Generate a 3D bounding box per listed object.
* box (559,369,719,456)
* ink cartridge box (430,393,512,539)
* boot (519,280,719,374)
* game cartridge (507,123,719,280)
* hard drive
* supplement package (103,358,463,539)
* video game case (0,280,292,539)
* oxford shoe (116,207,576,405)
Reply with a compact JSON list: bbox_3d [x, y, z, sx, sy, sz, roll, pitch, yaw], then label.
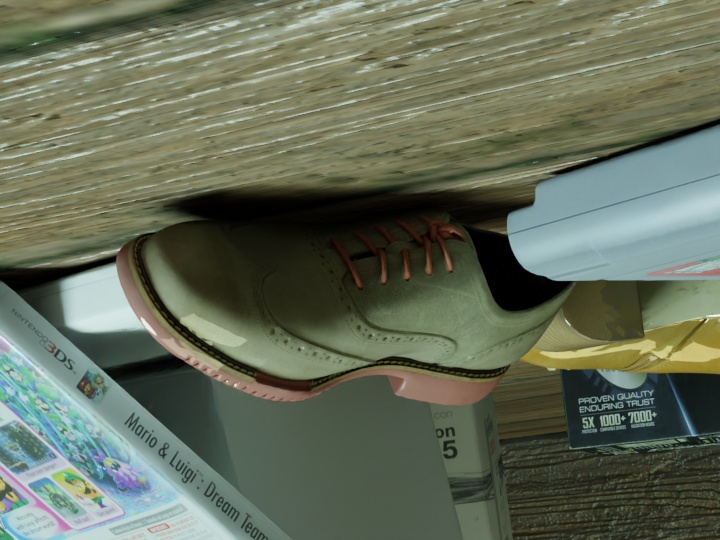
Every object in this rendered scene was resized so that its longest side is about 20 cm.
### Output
[{"bbox_3d":[0.201,0.052,1.089,0.162,0.087,0.200,-8,172,12],"label":"box"},{"bbox_3d":[0.010,0.142,1.126,0.145,0.202,0.083,-8,-177,11],"label":"ink cartridge box"},{"bbox_3d":[0.150,0.013,0.872,0.199,0.072,0.144,-1,178,-14],"label":"boot"},{"bbox_3d":[0.168,-0.024,0.692,0.198,0.041,0.133,-1,167,-35],"label":"game cartridge"},{"bbox_3d":[-0.090,0.019,0.837,0.131,0.027,0.199,1,169,-43],"label":"hard drive"},{"bbox_3d":[-0.069,0.134,0.999,0.199,0.193,0.146,-11,-176,43],"label":"supplement package"},{"bbox_3d":[-0.140,0.094,0.857,0.182,0.024,0.199,44,144,-17],"label":"video game case"},{"bbox_3d":[0.000,0.000,0.698,0.199,0.071,0.075,5,141,-49],"label":"oxford shoe"}]
